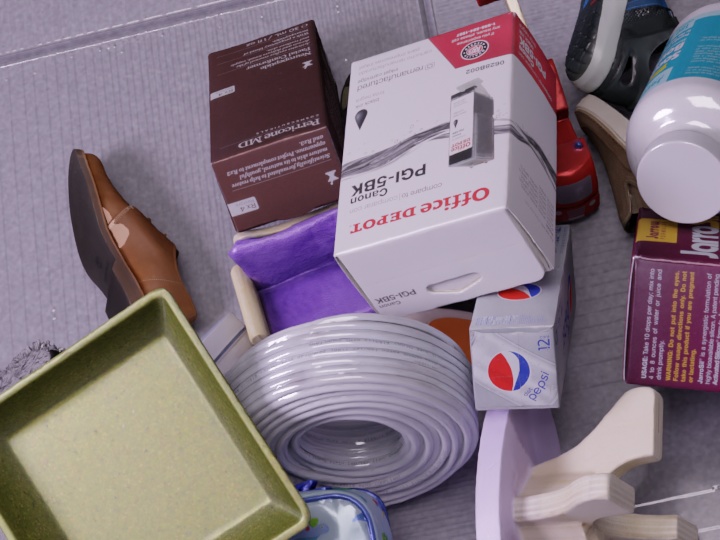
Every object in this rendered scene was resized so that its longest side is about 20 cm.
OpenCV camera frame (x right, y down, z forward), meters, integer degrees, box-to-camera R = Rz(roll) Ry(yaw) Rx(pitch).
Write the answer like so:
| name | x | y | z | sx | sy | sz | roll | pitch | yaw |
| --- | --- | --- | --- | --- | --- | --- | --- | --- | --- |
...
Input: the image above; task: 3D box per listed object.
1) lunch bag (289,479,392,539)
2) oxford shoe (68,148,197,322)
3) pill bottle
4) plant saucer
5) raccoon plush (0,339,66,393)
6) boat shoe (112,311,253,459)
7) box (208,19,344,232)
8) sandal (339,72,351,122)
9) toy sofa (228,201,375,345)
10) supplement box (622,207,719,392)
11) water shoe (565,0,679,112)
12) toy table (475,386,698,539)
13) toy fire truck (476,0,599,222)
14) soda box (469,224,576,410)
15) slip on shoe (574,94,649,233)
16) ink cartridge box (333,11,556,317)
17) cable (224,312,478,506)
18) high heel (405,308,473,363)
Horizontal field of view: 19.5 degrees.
| name | x | y | z | sx | sy | sz | roll | pitch | yaw |
| --- | --- | --- | --- | --- | --- | --- | --- | --- | --- |
| lunch bag | -0.069 | 0.242 | 1.557 | 0.199 | 0.082 | 0.161 | -10 | 86 | 10 |
| oxford shoe | -0.195 | -0.022 | 1.759 | 0.071 | 0.071 | 0.200 | -13 | 58 | -25 |
| pill bottle | 0.266 | -0.116 | 1.595 | 0.110 | 0.111 | 0.200 | 9 | 35 | 17 |
| plant saucer | -0.163 | 0.146 | 1.512 | 0.199 | 0.048 | 0.200 | -33 | 87 | 8 |
| raccoon plush | -0.235 | 0.116 | 1.700 | 0.200 | 0.134 | 0.097 | 25 | 86 | 56 |
| boat shoe | -0.127 | 0.106 | 1.620 | 0.065 | 0.074 | 0.200 | 45 | 43 | -5 |
| box | -0.068 | -0.121 | 1.713 | 0.100 | 0.075 | 0.200 | -18 | 33 | 5 |
| sandal | 0.065 | -0.125 | 1.735 | 0.201 | 0.057 | 0.080 | 30 | 94 | 43 |
| toy sofa | 0.000 | 0.000 | 1.666 | 0.199 | 0.098 | 0.083 | -21 | 49 | 2 |
| supplement box | 0.297 | 0.025 | 1.548 | 0.199 | 0.131 | 0.104 | 5 | 109 | 7 |
| water shoe | 0.229 | -0.215 | 1.754 | 0.079 | 0.071 | 0.200 | 31 | 58 | -14 |
| toy table | 0.160 | 0.176 | 1.515 | 0.117 | 0.184 | 0.201 | -7 | 80 | 27 |
| toy fire truck | 0.139 | -0.153 | 1.690 | 0.049 | 0.141 | 0.201 | -18 | 61 | -1 |
| soda box | 0.124 | 0.033 | 1.577 | 0.063 | 0.069 | 0.200 | -2 | 23 | 10 |
| slip on shoe | 0.228 | -0.058 | 1.669 | 0.061 | 0.076 | 0.200 | -42 | 69 | 5 |
| ink cartridge box | 0.066 | -0.080 | 1.570 | 0.146 | 0.083 | 0.201 | -16 | 47 | 23 |
| cable | -0.010 | 0.109 | 1.563 | 0.199 | 0.200 | 0.069 | -10 | 55 | 9 |
| high heel | 0.026 | 0.086 | 1.664 | 0.199 | 0.096 | 0.068 | -13 | 63 | -17 |
